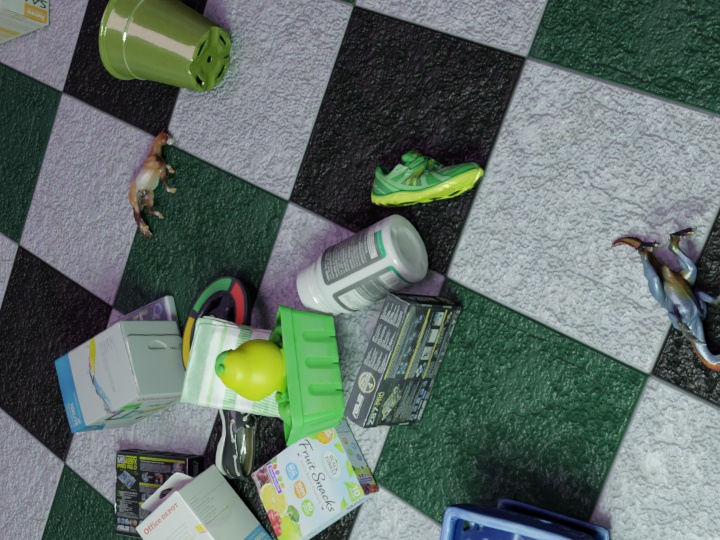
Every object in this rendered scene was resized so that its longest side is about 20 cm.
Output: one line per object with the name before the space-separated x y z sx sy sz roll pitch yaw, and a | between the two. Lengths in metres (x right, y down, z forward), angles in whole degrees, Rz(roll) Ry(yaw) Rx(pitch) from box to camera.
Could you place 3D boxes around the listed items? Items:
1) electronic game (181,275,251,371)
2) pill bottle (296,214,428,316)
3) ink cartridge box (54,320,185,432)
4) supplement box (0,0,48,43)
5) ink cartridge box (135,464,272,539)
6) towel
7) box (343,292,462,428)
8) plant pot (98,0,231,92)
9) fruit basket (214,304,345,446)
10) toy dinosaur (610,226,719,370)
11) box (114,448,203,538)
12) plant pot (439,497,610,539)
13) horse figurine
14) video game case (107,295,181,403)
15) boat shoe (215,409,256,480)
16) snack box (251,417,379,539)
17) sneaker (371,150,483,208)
electronic game | -0.261 0.106 1.689 0.199 0.041 0.202 -27 52 40
pill bottle | 0.000 0.000 1.503 0.199 0.113 0.114 -25 73 30
ink cartridge box | -0.439 0.196 1.750 0.199 0.146 0.148 -29 71 31
supplement box | -0.808 -0.577 2.099 0.198 0.126 0.075 -7 81 34
ink cartridge box | -0.276 0.448 1.627 0.128 0.125 0.201 -42 83 25
towel | -0.195 0.168 1.603 0.023 0.198 0.154 -144 66 -76
box | 0.067 0.136 1.418 0.049 0.160 0.202 26 102 33
plant pot | -0.347 -0.421 1.748 0.189 0.200 0.202 25 101 20
fruit basket | -0.133 0.165 1.488 0.156 0.213 0.217 111 138 -64
toy dinosaur | 0.436 0.039 1.239 0.104 0.200 0.183 -21 100 -3
box | -0.385 0.428 1.786 0.198 0.044 0.162 -4 84 34
plant pot | 0.226 0.424 1.277 0.198 0.179 0.203 8 92 35
horse figurine | -0.408 -0.164 1.833 0.133 0.050 0.201 49 120 40
video game case | -0.414 0.172 1.835 0.181 0.023 0.202 -23 74 31
boat shoe | -0.212 0.270 1.658 0.060 0.074 0.203 10 95 34
snack box | -0.080 0.355 1.571 0.200 0.053 0.143 -39 67 26
sneaker | 0.097 -0.149 1.469 0.198 0.074 0.085 -7 87 35
